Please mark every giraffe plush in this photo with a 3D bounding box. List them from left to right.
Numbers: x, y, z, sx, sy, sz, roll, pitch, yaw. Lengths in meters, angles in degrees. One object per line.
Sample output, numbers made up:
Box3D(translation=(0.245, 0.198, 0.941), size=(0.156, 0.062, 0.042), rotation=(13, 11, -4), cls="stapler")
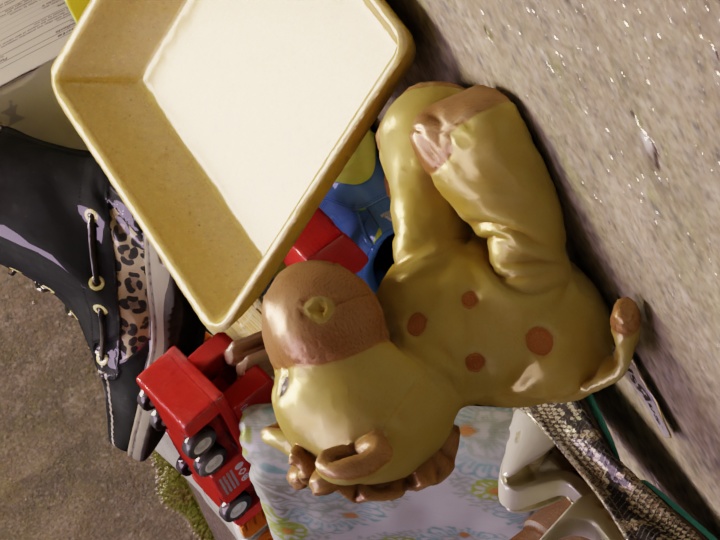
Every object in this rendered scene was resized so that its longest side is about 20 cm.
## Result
Box3D(translation=(0.024, 0.031, 1.248), size=(0.200, 0.162, 0.173), rotation=(58, 170, 18), cls="giraffe plush")

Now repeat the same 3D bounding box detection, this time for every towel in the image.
Box3D(translation=(0.031, 0.132, 1.521), size=(0.200, 0.171, 0.048), rotation=(77, -166, -59), cls="towel")

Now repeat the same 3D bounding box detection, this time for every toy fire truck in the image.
Box3D(translation=(-0.052, 0.051, 1.505), size=(0.049, 0.141, 0.200), rotation=(44, 168, 28), cls="toy fire truck")

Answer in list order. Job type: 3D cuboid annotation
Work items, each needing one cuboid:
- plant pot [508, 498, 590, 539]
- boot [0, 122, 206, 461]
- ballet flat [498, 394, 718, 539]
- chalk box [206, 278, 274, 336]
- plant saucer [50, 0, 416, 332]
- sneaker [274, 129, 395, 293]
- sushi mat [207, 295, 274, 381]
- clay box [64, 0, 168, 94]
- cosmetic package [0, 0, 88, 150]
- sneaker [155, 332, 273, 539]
Box3D(translation=(0.090, 0.232, 1.396), size=(0.200, 0.198, 0.200), rotation=(57, 169, 17), cls="plant pot")
Box3D(translation=(-0.166, 0.005, 1.524), size=(0.154, 0.074, 0.204), rotation=(17, 129, 11), cls="boot")
Box3D(translation=(0.111, 0.112, 1.300), size=(0.200, 0.075, 0.068), rotation=(54, 169, 36), cls="ballet flat")
Box3D(translation=(-0.083, -0.046, 1.697), size=(0.124, 0.124, 0.200), rotation=(47, 162, 52), cls="chalk box")
Box3D(translation=(-0.057, -0.105, 1.376), size=(0.200, 0.048, 0.200), rotation=(55, 127, 31), cls="plant saucer")
Box3D(translation=(0.000, 0.000, 1.551), size=(0.105, 0.076, 0.200), rotation=(55, 168, 27), cls="sneaker")
Box3D(translation=(-0.040, 0.060, 1.599), size=(0.200, 0.012, 0.096), rotation=(46, 154, -2), cls="sushi mat")
Box3D(translation=(-0.099, -0.155, 1.469), size=(0.048, 0.115, 0.200), rotation=(-94, -21, -70), cls="clay box")
Box3D(translation=(-0.177, -0.133, 1.608), size=(0.200, 0.103, 0.087), rotation=(-113, -3, -58), cls="cosmetic package")
Box3D(translation=(-0.080, 0.112, 1.656), size=(0.200, 0.076, 0.092), rotation=(56, 160, -15), cls="sneaker")
